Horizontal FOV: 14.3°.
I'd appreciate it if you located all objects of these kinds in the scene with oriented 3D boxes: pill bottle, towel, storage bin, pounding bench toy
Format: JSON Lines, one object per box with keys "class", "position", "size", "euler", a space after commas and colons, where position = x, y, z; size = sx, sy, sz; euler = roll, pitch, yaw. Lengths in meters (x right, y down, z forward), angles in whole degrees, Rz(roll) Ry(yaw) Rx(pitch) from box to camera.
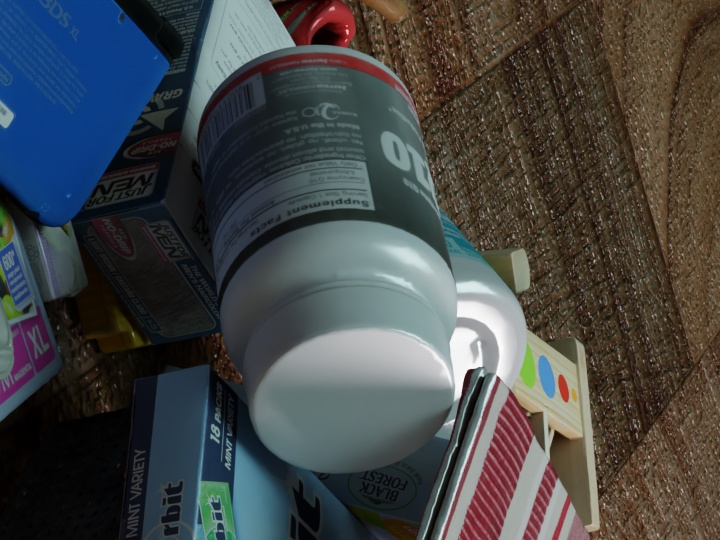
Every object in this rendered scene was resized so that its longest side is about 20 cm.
{"class": "pill bottle", "position": [-0.015, -0.006, 1.377], "size": [0.114, 0.114, 0.200], "euler": [56, 15, -41]}
{"class": "towel", "position": [0.060, 0.150, 1.373], "size": [0.200, 0.023, 0.144], "euler": [60, 44, -56]}
{"class": "storage bin", "position": [-0.108, 0.167, 1.382], "size": [0.136, 0.093, 0.200], "euler": [65, 26, -26]}
{"class": "pounding bench toy", "position": [0.055, 0.059, 1.778], "size": [0.156, 0.124, 0.201], "euler": [35, 47, -57]}
{"class": "pill bottle", "position": [0.000, 0.000, 1.552], "size": [0.200, 0.111, 0.111], "euler": [51, -2, 47]}

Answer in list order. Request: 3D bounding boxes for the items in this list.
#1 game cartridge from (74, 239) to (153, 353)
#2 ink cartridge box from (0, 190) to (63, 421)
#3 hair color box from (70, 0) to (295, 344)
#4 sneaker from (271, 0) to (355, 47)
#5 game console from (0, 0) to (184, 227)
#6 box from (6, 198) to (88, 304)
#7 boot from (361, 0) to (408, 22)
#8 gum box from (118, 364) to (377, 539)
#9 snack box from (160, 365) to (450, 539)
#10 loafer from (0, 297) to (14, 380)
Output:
{"class": "game cartridge", "position": [-0.118, -0.060, 1.556], "size": [0.176, 0.032, 0.201], "euler": [-12, 88, -67]}
{"class": "ink cartridge box", "position": [-0.205, -0.023, 1.326], "size": [0.201, 0.042, 0.119], "euler": [71, 23, -12]}
{"class": "hair color box", "position": [-0.090, -0.070, 1.515], "size": [0.200, 0.060, 0.100], "euler": [-80, 149, -41]}
{"class": "sneaker", "position": [-0.035, -0.080, 1.691], "size": [0.077, 0.085, 0.201], "euler": [43, 40, -52]}
{"class": "game console", "position": [-0.184, -0.148, 1.361], "size": [0.171, 0.118, 0.200], "euler": [-59, 140, -14]}
{"class": "box", "position": [-0.182, -0.080, 1.403], "size": [0.039, 0.041, 0.201], "euler": [-26, 102, -66]}
{"class": "boot", "position": [-0.035, -0.184, 1.672], "size": [0.069, 0.188, 0.200], "euler": [-55, 142, 0]}
{"class": "gum box", "position": [-0.048, 0.167, 1.345], "size": [0.200, 0.044, 0.170], "euler": [50, 36, -47]}
{"class": "snack box", "position": [-0.006, 0.122, 1.508], "size": [0.142, 0.200, 0.053], "euler": [48, 62, -49]}
{"class": "loafer", "position": [-0.226, 0.021, 1.200], "size": [0.200, 0.070, 0.070], "euler": [0, 74, -58]}
